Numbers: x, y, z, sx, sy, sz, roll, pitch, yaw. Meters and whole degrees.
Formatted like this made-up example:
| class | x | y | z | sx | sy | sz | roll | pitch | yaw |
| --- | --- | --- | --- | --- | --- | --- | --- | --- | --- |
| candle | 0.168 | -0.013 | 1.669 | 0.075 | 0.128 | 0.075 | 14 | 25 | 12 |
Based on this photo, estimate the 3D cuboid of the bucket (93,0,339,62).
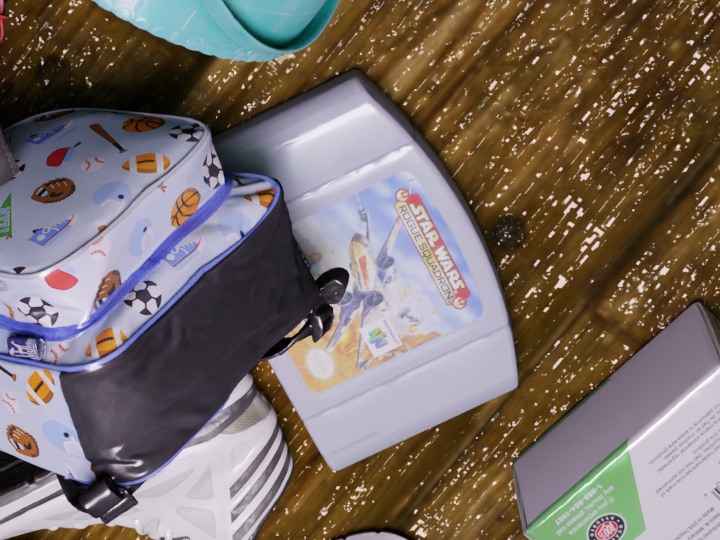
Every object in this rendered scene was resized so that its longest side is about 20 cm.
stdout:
| class | x | y | z | sx | sy | sz | roll | pitch | yaw |
| --- | --- | --- | --- | --- | --- | --- | --- | --- | --- |
| bucket | -0.070 | -0.201 | 1.122 | 0.207 | 0.207 | 0.135 | 28 | 116 | -14 |

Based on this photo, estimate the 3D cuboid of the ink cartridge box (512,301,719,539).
| class | x | y | z | sx | sy | sz | roll | pitch | yaw |
| --- | --- | --- | --- | --- | --- | --- | --- | --- | --- |
| ink cartridge box | 0.204 | 0.141 | 1.342 | 0.146 | 0.084 | 0.200 | -42 | 109 | 14 |

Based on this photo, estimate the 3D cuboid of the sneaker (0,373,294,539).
| class | x | y | z | sx | sy | sz | roll | pitch | yaw |
| --- | --- | --- | --- | --- | --- | --- | --- | --- | --- |
| sneaker | -0.128 | 0.133 | 1.324 | 0.200 | 0.076 | 0.115 | -26 | 110 | 5 |

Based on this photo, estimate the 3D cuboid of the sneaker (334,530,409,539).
| class | x | y | z | sx | sy | sz | roll | pitch | yaw |
| --- | --- | --- | --- | --- | --- | --- | --- | --- | --- |
| sneaker | -0.054 | 0.206 | 1.354 | 0.200 | 0.087 | 0.075 | -20 | 115 | 7 |

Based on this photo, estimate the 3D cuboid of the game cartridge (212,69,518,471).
| class | x | y | z | sx | sy | sz | roll | pitch | yaw |
| --- | --- | --- | --- | --- | --- | --- | --- | --- | --- |
| game cartridge | 0.000 | 0.000 | 1.298 | 0.133 | 0.042 | 0.200 | -24 | 112 | 12 |

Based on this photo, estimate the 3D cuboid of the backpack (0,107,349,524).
| class | x | y | z | sx | sy | sz | roll | pitch | yaw |
| --- | --- | --- | --- | --- | --- | --- | --- | --- | --- |
| backpack | -0.142 | 0.011 | 1.204 | 0.190 | 0.200 | 0.154 | 1 | 120 | 41 |

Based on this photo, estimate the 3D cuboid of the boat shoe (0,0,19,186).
| class | x | y | z | sx | sy | sz | roll | pitch | yaw |
| --- | --- | --- | --- | --- | --- | --- | --- | --- | --- |
| boat shoe | -0.199 | -0.131 | 1.167 | 0.063 | 0.074 | 0.202 | -17 | 75 | -13 |
